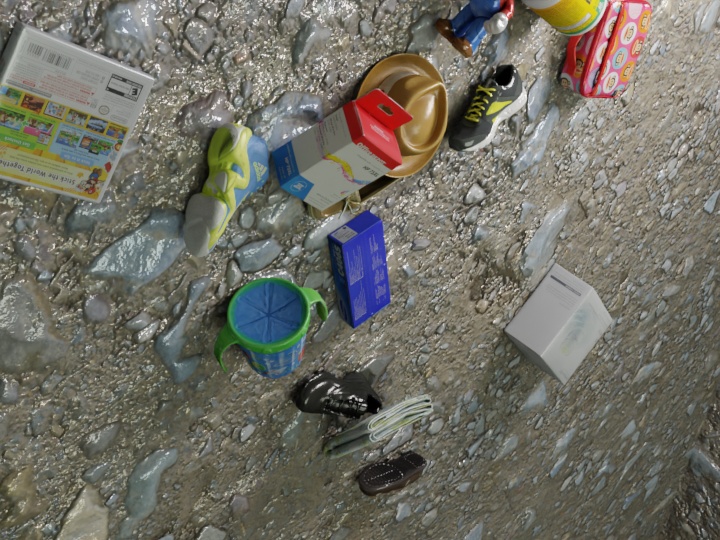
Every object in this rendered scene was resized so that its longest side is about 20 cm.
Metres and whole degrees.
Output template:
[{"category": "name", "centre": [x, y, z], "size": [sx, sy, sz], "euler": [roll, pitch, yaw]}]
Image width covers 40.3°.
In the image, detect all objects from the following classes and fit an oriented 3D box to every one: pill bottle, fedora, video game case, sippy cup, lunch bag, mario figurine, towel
[{"category": "pill bottle", "centre": [0.332, -0.487, 1.672], "size": [0.199, 0.112, 0.114], "euler": [17, 105, -51]}, {"category": "fedora", "centre": [0.084, -0.247, 1.563], "size": [0.198, 0.081, 0.204], "euler": [-7, 102, -35]}, {"category": "video game case", "centre": [-0.369, -0.187, 1.208], "size": [0.199, 0.023, 0.184], "euler": [14, 107, -52]}, {"category": "sippy cup", "centre": [-0.145, 0.104, 1.601], "size": [0.131, 0.175, 0.141], "euler": [89, 6, -52]}, {"category": "lunch bag", "centre": [0.465, -0.436, 1.892], "size": [0.174, 0.082, 0.203], "euler": [-7, 121, -40]}, {"category": "mario figurine", "centre": [0.200, -0.444, 1.551], "size": [0.200, 0.123, 0.106], "euler": [-48, -178, 14]}, {"category": "towel", "centre": [0.034, 0.306, 1.936], "size": [0.170, 0.049, 0.200], "euler": [-20, 171, -34]}]

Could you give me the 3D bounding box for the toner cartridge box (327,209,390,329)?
[{"category": "toner cartridge box", "centre": [0.000, 0.000, 1.740], "size": [0.094, 0.043, 0.202], "euler": [-32, 138, -26]}]

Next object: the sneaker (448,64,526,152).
[{"category": "sneaker", "centre": [0.217, -0.292, 1.742], "size": [0.200, 0.074, 0.085], "euler": [-47, 138, -25]}]

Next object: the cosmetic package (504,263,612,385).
[{"category": "cosmetic package", "centre": [0.465, 0.129, 2.289], "size": [0.201, 0.123, 0.199], "euler": [-51, 143, -3]}]

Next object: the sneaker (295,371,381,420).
[{"category": "sneaker", "centre": [-0.036, 0.241, 1.850], "size": [0.198, 0.091, 0.077], "euler": [-3, 122, -45]}]

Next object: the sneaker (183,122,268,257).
[{"category": "sneaker", "centre": [-0.184, -0.110, 1.426], "size": [0.104, 0.075, 0.202], "euler": [4, 114, -49]}]

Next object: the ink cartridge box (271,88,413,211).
[{"category": "ink cartridge box", "centre": [-0.020, -0.179, 1.479], "size": [0.198, 0.068, 0.116], "euler": [-29, 150, 24]}]

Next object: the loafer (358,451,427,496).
[{"category": "loafer", "centre": [0.071, 0.462, 2.150], "size": [0.198, 0.073, 0.072], "euler": [-8, 123, -44]}]

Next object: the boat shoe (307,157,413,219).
[{"category": "boat shoe", "centre": [-0.001, -0.145, 1.610], "size": [0.199, 0.062, 0.074], "euler": [-38, 140, -21]}]
